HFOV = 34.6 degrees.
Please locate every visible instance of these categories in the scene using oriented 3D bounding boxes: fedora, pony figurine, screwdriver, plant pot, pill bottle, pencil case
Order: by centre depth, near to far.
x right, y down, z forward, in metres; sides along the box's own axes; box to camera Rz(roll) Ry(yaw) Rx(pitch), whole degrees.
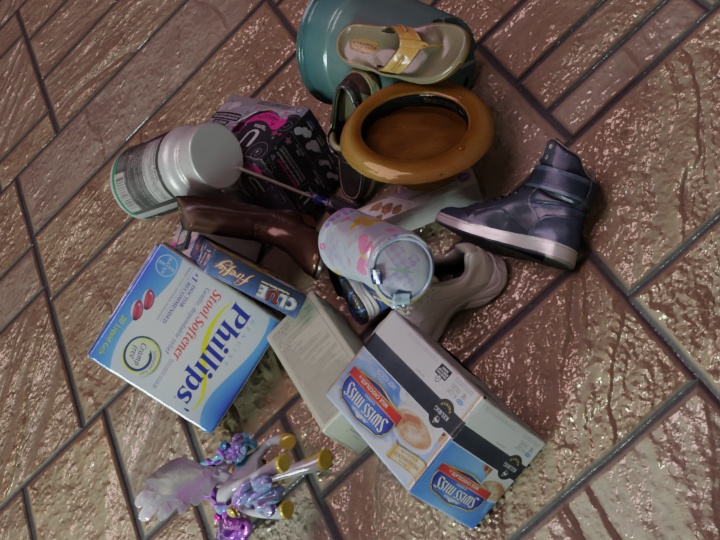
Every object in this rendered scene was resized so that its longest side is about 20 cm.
[{"bbox_3d":[0.016,-0.018,1.400,0.083,0.091,0.200,-17,19,-18],"label":"pencil case"},{"bbox_3d":[-0.158,0.282,1.449,0.199,0.167,0.193,-18,19,36],"label":"pony figurine"},{"bbox_3d":[0.075,-0.161,1.496,0.199,0.082,0.202,-5,51,7],"label":"fedora"},{"bbox_3d":[-0.082,-0.112,1.626,0.028,0.199,0.029,116,179,-46],"label":"screwdriver"},{"bbox_3d":[0.047,-0.307,1.638,0.195,0.200,0.201,27,81,40],"label":"plant pot"},{"bbox_3d":[-0.265,-0.145,1.670,0.199,0.113,0.114,-11,54,45],"label":"pill bottle"}]

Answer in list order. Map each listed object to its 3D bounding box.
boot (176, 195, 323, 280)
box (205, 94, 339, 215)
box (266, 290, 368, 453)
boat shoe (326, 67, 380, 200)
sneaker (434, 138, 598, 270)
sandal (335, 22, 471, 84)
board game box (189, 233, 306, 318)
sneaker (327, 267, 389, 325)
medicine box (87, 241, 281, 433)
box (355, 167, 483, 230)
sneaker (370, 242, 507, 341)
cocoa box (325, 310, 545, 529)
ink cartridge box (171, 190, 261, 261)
[{"bbox_3d":[-0.151,-0.050,1.551,0.186,0.198,0.065,-128,52,-68],"label":"boot"},{"bbox_3d":[-0.141,-0.171,1.728,0.199,0.132,0.115,17,60,47],"label":"box"},{"bbox_3d":[-0.034,0.127,1.476,0.095,0.078,0.200,-45,42,8],"label":"box"},{"bbox_3d":[-0.017,-0.183,1.602,0.073,0.201,0.065,27,42,34],"label":"boat shoe"},{"bbox_3d":[0.195,-0.092,1.413,0.201,0.077,0.147,16,84,37],"label":"sneaker"},{"bbox_3d":[0.047,-0.290,1.499,0.199,0.054,0.081,12,91,28],"label":"sandal"},{"bbox_3d":[-0.154,0.005,1.551,0.035,0.135,0.200,-62,15,0],"label":"board game box"},{"bbox_3d":[0.000,0.000,1.555,0.077,0.076,0.200,-22,39,-9],"label":"sneaker"},{"bbox_3d":[-0.238,0.089,1.581,0.183,0.199,0.103,-57,6,-2],"label":"medicine box"},{"bbox_3d":[0.061,-0.078,1.516,0.199,0.042,0.039,-22,45,4],"label":"box"},{"bbox_3d":[0.079,0.030,1.426,0.200,0.099,0.078,-41,45,13],"label":"sneaker"},{"bbox_3d":[0.080,0.166,1.303,0.131,0.133,0.200,-50,41,3],"label":"cocoa box"},{"bbox_3d":[-0.222,-0.007,1.707,0.067,0.116,0.201,-13,54,45],"label":"ink cartridge box"}]
